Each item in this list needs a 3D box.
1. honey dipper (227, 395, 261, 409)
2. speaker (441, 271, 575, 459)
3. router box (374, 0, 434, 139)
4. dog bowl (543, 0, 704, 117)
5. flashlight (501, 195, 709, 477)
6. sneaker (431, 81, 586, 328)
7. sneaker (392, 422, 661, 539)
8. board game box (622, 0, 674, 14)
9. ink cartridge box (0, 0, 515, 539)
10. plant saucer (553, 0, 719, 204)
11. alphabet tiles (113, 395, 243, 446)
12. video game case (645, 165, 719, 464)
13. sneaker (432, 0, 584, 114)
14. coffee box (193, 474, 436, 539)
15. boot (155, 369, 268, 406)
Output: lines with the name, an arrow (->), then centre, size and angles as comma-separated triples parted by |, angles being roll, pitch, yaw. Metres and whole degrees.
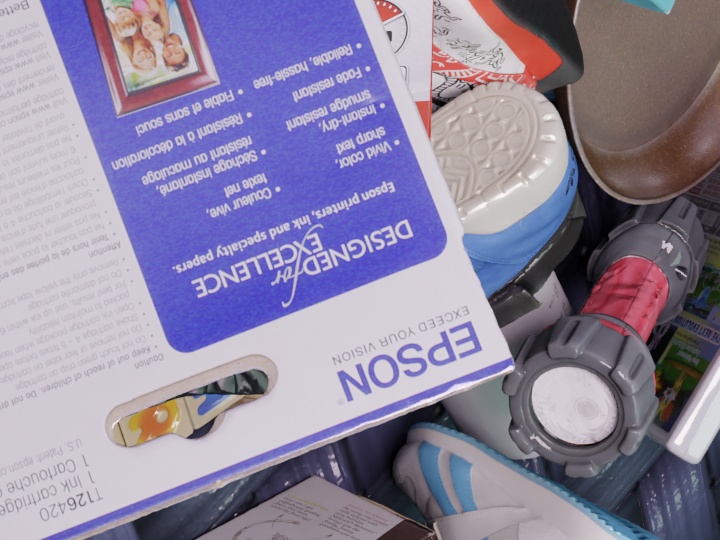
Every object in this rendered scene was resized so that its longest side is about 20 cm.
honey dipper -> -0.041, -0.015, 1.184 | 0.038, 0.038, 0.201 | -20, 120, -46
speaker -> 0.051, 0.006, 1.271 | 0.081, 0.081, 0.200 | -53, 143, -18
router box -> -0.075, -0.119, 0.924 | 0.199, 0.049, 0.180 | -5, 119, -10
dog bowl -> 0.147, -0.127, 1.350 | 0.200, 0.050, 0.112 | 7, 103, -53
flashlight -> 0.121, 0.021, 1.248 | 0.200, 0.068, 0.068 | -53, 134, -58
sneaker -> 0.001, 0.001, 1.119 | 0.200, 0.077, 0.111 | -27, 151, 2
sneaker -> 0.063, 0.129, 1.268 | 0.076, 0.200, 0.081 | 27, 90, -27
board game box -> 0.097, -0.214, 1.108 | 0.200, 0.047, 0.151 | 28, 86, -52
ink cartridge box -> -0.077, -0.022, 0.857 | 0.197, 0.200, 0.047 | -21, 170, -2
plant saucer -> 0.149, -0.131, 1.281 | 0.200, 0.032, 0.201 | -30, 131, -41
alphabet tiles -> -0.091, 0.000, 1.114 | 0.200, 0.006, 0.167 | -35, 126, -29
video game case -> 0.179, -0.002, 1.351 | 0.022, 0.200, 0.183 | 31, 91, -12
sneaker -> 0.010, -0.102, 1.071 | 0.201, 0.108, 0.067 | 34, 38, -64
coffee box -> -0.060, 0.188, 1.227 | 0.200, 0.080, 0.113 | -26, 128, -43
boot -> -0.085, 0.008, 0.982 | 0.200, 0.168, 0.077 | -17, 102, -21
